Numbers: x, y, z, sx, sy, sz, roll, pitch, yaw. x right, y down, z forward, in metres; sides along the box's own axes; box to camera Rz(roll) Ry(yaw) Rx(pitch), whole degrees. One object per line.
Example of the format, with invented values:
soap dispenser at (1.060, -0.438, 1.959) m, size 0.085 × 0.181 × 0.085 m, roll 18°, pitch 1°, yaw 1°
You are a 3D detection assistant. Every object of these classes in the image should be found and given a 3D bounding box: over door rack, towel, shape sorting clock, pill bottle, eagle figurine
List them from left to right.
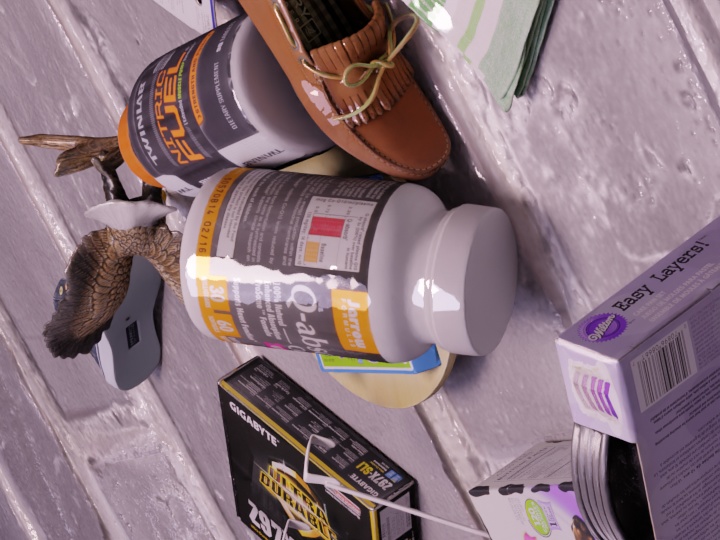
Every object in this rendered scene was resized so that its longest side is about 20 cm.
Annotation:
eagle figurine at (-0.171, -0.014, 1.947) m, size 0.151 × 0.150 × 0.201 m, roll 15°, pitch 119°, yaw 41°
pill bottle at (-0.091, -0.110, 1.700) m, size 0.200 × 0.106 × 0.107 m, roll -19°, pitch 101°, yaw 56°
pill bottle at (-0.007, -0.002, 1.606) m, size 0.199 × 0.117 × 0.117 m, roll 6°, pitch 127°, yaw 24°
shape sorting clock at (0.000, 0.000, 1.732) m, size 0.200 × 0.039 × 0.201 m, roll 36°, pitch 138°, yaw 41°
over door rack at (0.030, 0.221, 1.818) m, size 0.199 × 0.067 × 0.148 m, roll 27°, pitch 146°, yaw 6°
towel at (0.041, -0.207, 1.489) m, size 0.200 × 0.023 × 0.153 m, roll 48°, pitch 150°, yaw 23°

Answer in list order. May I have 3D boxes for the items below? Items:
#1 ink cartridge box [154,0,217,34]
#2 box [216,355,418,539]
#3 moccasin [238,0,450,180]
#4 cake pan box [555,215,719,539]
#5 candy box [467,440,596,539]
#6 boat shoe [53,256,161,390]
ink cartridge box at (-0.153, -0.245, 1.775) m, size 0.200 × 0.037 × 0.095 m, roll 40°, pitch 147°, yaw 39°
box at (-0.031, 0.183, 1.979) m, size 0.200 × 0.049 × 0.160 m, roll 37°, pitch 147°, yaw 38°
moccasin at (-0.009, -0.145, 1.576) m, size 0.202 × 0.073 × 0.078 m, roll 58°, pitch 153°, yaw -7°
cake pan box at (0.194, 0.071, 1.306) m, size 0.052 × 0.200 × 0.185 m, roll 18°, pitch 135°, yaw 46°
candy box at (0.176, 0.195, 1.602) m, size 0.200 × 0.071 × 0.169 m, roll -13°, pitch 105°, yaw 62°
boat shoe at (-0.222, 0.017, 2.114) m, size 0.091 × 0.071 × 0.201 m, roll 41°, pitch 150°, yaw 24°
